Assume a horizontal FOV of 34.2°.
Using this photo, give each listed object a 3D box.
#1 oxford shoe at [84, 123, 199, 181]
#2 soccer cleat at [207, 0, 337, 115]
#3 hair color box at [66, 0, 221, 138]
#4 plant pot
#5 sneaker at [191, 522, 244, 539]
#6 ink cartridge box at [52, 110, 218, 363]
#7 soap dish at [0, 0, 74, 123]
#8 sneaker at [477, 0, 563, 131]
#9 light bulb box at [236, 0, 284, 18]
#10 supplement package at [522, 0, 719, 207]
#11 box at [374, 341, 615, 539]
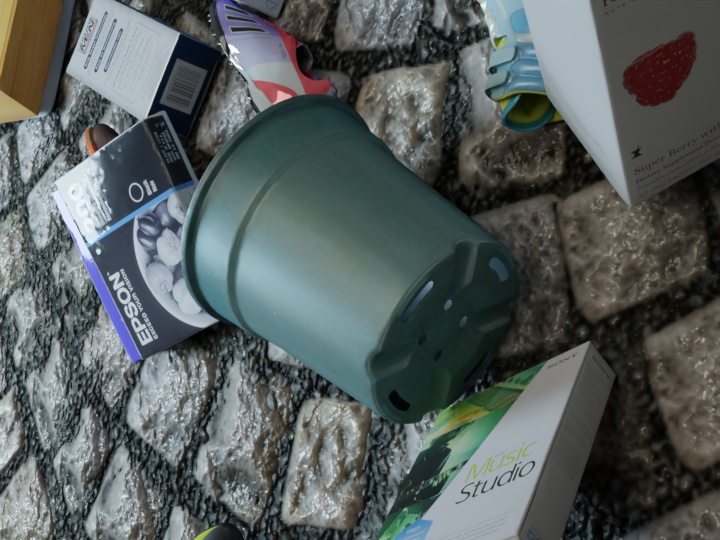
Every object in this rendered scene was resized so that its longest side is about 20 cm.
[{"bbox_3d":[-0.223,-0.108,1.225,0.073,0.071,0.200,-48,53,1],"label":"oxford shoe"},{"bbox_3d":[-0.085,-0.203,1.112,0.073,0.068,0.201,-37,51,9],"label":"soccer cleat"},{"bbox_3d":[-0.238,-0.226,1.269,0.199,0.060,0.101,33,102,45],"label":"hair color box"},{"bbox_3d":[0.000,0.000,0.876,0.195,0.199,0.202,36,104,37],"label":"plant pot"},{"bbox_3d":[-0.118,0.316,0.987,0.080,0.073,0.204,6,90,39],"label":"sneaker"},{"bbox_3d":[-0.218,-0.021,1.140,0.199,0.043,0.201,-26,90,38],"label":"ink cartridge box"},{"bbox_3d":[-0.440,-0.291,1.481,0.156,0.081,0.204,1,78,46],"label":"soap dish"},{"bbox_3d":[0.111,-0.181,0.887,0.199,0.079,0.132,33,101,46],"label":"sneaker"},{"bbox_3d":[-0.138,-0.388,1.170,0.197,0.124,0.203,33,103,45],"label":"light bulb box"},{"bbox_3d":[0.173,-0.161,0.707,0.120,0.201,0.121,-29,53,2],"label":"supplement package"},{"bbox_3d":[0.082,0.137,0.762,0.143,0.037,0.200,-31,13,35],"label":"box"}]
